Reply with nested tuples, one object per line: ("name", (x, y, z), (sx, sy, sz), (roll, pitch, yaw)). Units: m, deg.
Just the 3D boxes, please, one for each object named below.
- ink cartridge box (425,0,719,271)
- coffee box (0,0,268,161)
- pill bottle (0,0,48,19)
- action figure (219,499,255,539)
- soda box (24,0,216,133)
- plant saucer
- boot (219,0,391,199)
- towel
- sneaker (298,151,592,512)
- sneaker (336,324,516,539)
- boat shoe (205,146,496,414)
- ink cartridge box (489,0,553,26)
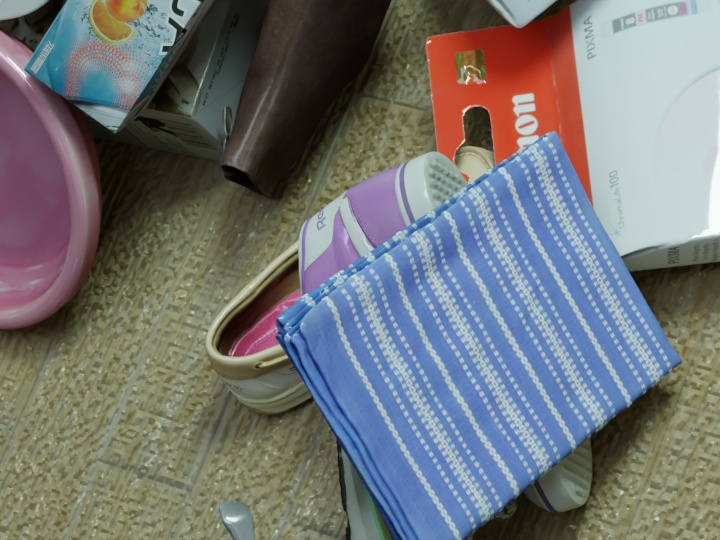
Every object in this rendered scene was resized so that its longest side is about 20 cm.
("ink cartridge box", (0.140, -0.078, 1.357), (0.200, 0.057, 0.163), (-5, 66, 1))
("coffee box", (-0.151, -0.141, 1.511), (0.200, 0.080, 0.113), (12, 76, 26))
("pill bottle", (-0.190, -0.235, 1.448), (0.114, 0.114, 0.200), (-11, 36, 19))
("action figure", (-0.129, 0.220, 1.298), (0.105, 0.194, 0.200), (38, 56, 19))
("soda box", (-0.098, -0.175, 1.377), (0.064, 0.068, 0.200), (34, 107, 0))
("plant saucer", (-0.224, -0.065, 1.475), (0.200, 0.201, 0.051), (18, 35, 28))
("boot", (-0.027, -0.127, 1.393), (0.072, 0.200, 0.166), (24, 82, 6))
("towel", (0.062, 0.037, 1.261), (0.200, 0.145, 0.024), (-36, 11, -30))
("sneaker", (0.039, 0.047, 1.335), (0.114, 0.073, 0.201), (-26, 93, 26))
("sneaker", (0.034, 0.107, 1.302), (0.089, 0.200, 0.077), (-6, 24, -1))
("boat shoe", (0.000, 0.000, 1.395), (0.200, 0.069, 0.074), (-41, 59, 2))
("ink cartridge box", (0.128, -0.238, 1.408), (0.200, 0.057, 0.163), (-40, 32, 7))
